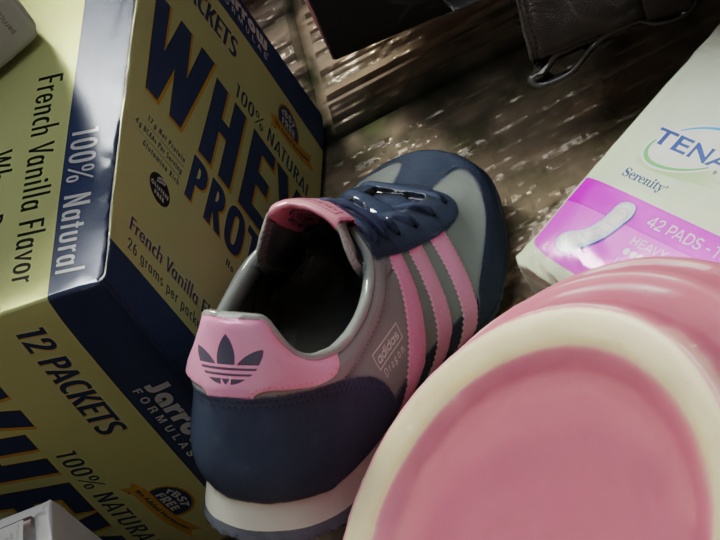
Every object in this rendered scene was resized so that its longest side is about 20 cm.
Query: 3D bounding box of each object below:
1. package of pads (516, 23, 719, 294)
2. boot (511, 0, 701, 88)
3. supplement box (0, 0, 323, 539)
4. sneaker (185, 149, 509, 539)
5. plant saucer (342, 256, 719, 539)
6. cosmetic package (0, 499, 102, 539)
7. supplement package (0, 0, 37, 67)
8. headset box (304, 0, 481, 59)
[{"bbox_3d":[0.164,-0.012,0.885,0.155,0.068,0.200,-48,42,-12],"label":"package of pads"},{"bbox_3d":[0.114,-0.171,0.985,0.173,0.069,0.201,-8,89,9],"label":"boot"},{"bbox_3d":[-0.132,0.000,1.031,0.199,0.134,0.201,-18,44,21],"label":"supplement box"},{"bbox_3d":[0.000,0.000,0.947,0.070,0.082,0.200,2,33,19],"label":"sneaker"},{"bbox_3d":[0.063,0.088,0.825,0.200,0.051,0.202,-20,59,37],"label":"plant saucer"},{"bbox_3d":[-0.114,0.176,0.897,0.082,0.051,0.201,-23,51,20],"label":"cosmetic package"},{"bbox_3d":[-0.232,-0.076,0.978,0.200,0.117,0.117,-40,40,-4],"label":"supplement package"},{"bbox_3d":[0.025,-0.184,1.084,0.148,0.075,0.201,-22,65,2],"label":"headset box"}]
